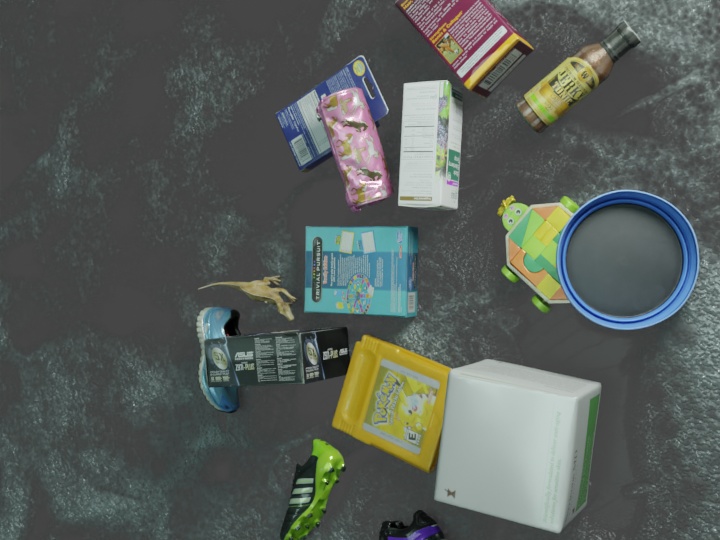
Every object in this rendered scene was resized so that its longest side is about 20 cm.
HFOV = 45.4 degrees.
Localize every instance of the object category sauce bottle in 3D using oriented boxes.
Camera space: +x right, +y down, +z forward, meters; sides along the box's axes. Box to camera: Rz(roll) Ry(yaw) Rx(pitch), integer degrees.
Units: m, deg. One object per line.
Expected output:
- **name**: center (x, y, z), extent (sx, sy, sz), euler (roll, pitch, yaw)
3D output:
- **sauce bottle**: center (0.327, -0.293, 1.298), extent (0.200, 0.065, 0.065), euler (-41, 72, 22)

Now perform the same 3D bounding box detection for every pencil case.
- **pencil case**: center (-0.009, -0.202, 1.443), extent (0.086, 0.083, 0.201), euler (-17, 98, 22)

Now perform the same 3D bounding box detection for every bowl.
- **bowl**: center (0.384, -0.015, 1.249), extent (0.199, 0.039, 0.202), euler (0, 89, 9)

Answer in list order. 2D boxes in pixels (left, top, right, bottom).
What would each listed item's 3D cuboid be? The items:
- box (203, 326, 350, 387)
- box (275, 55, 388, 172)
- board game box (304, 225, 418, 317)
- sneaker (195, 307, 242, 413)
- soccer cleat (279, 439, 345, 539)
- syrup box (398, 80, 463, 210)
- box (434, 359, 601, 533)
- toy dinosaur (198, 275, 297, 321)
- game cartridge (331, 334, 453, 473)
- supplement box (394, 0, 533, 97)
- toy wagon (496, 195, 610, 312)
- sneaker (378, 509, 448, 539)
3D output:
- **box**: center (-0.142, 0.149, 1.490), extent (0.199, 0.164, 0.087), euler (-6, 87, 28)
- **box**: center (-0.046, -0.274, 1.515), extent (0.199, 0.032, 0.122), euler (-29, 77, 25)
- **board game box**: center (0.000, 0.000, 1.481), extent (0.199, 0.047, 0.152), euler (2, 91, 28)
- **sneaker**: center (-0.249, 0.164, 1.597), extent (0.090, 0.078, 0.201), euler (-10, 85, 24)
- **soccer cleat**: center (-0.094, 0.393, 1.526), extent (0.081, 0.067, 0.201), euler (39, 107, 41)
- **syrup box**: center (0.115, -0.200, 1.402), extent (0.081, 0.079, 0.201), euler (2, 91, 28)
- **box**: center (0.236, 0.252, 1.283), extent (0.199, 0.171, 0.200), euler (9, 94, 28)
- **toy dinosaur**: center (-0.186, 0.035, 1.549), extent (0.199, 0.101, 0.059), euler (18, 98, 27)
- **game cartridge**: center (0.059, 0.221, 1.457), extent (0.199, 0.032, 0.177), euler (20, 99, 26)
- **supplement box**: center (0.164, -0.389, 1.373), extent (0.110, 0.086, 0.200), euler (-43, 71, 21)
- **toy wagon**: center (0.285, -0.040, 1.333), extent (0.200, 0.040, 0.155), euler (46, 109, 20)
- **sneaker**: center (0.055, 0.473, 1.443), extent (0.200, 0.069, 0.100), euler (-42, 65, 17)
